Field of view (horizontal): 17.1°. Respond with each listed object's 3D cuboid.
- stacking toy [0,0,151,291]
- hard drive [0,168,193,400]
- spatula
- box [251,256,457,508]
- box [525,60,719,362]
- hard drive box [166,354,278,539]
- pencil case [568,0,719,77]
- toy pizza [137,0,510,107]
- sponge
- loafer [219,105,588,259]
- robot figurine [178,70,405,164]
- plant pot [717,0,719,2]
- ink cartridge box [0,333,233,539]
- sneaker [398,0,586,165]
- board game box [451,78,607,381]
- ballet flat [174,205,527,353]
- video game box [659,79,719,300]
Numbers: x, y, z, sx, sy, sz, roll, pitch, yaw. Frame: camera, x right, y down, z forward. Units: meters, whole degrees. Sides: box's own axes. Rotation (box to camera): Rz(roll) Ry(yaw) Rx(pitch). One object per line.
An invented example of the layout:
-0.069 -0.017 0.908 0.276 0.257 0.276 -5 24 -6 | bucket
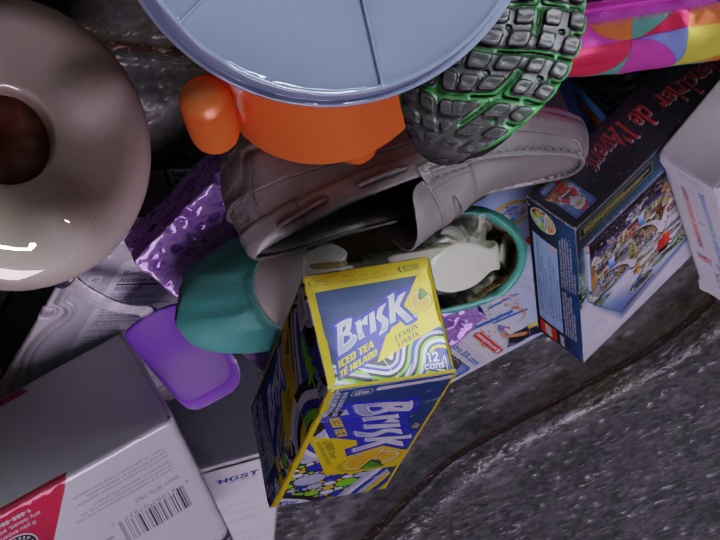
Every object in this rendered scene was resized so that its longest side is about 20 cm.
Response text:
-0.198 -0.036 1.188 0.145 0.147 0.200 -6 165 -25 | stacking toy
-0.129 0.014 1.387 0.139 0.038 0.200 -1 145 -32 | hard drive
-0.145 0.010 1.300 0.056 0.021 0.200 -27 127 38 | spatula
-0.007 0.062 1.248 0.070 0.065 0.200 -9 161 -14 | box
0.176 -0.057 1.359 0.200 0.038 0.137 -43 151 -20 | box
-0.137 0.151 1.578 0.155 0.077 0.200 -14 152 -13 | hard drive box
0.120 -0.138 1.239 0.199 0.089 0.089 -13 151 -16 | pencil case
-0.016 -0.171 1.020 0.199 0.201 0.032 -11 -171 -17 | toy pizza
-0.027 0.006 1.329 0.112 0.030 0.200 -44 126 5 | sponge
0.026 -0.044 1.243 0.199 0.070 0.070 -9 158 -12 | loafer
-0.027 -0.125 1.125 0.143 0.117 0.200 -20 152 2 | robot figurine
0.241 -0.216 1.089 0.199 0.201 0.196 2 153 -36 | plant pot
-0.158 0.157 1.413 0.145 0.083 0.200 -29 137 -8 | ink cartridge box
0.073 -0.127 1.130 0.078 0.201 0.085 24 151 4 | sneaker
0.079 -0.020 1.446 0.195 0.056 0.200 -29 151 14 | board game box
0.000 0.000 1.272 0.199 0.068 0.070 -11 -178 -20 | ballet flat
0.256 -0.090 1.357 0.200 0.047 0.182 -50 155 -8 | video game box
